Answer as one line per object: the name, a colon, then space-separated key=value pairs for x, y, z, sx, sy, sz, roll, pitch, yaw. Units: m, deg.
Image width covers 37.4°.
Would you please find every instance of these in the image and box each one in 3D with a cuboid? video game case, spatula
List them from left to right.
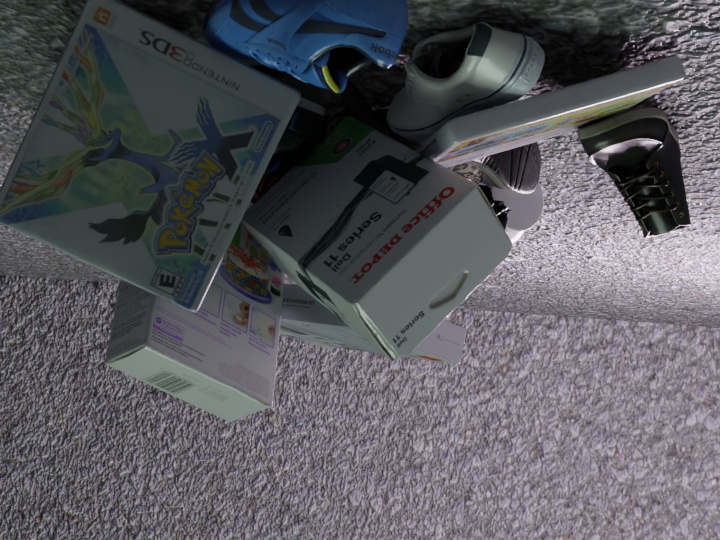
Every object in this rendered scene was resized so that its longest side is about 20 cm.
video game case: x=-0.171 y=-0.093 z=0.852 sx=0.182 sy=0.200 sz=0.022 roll=26 pitch=-175 yaw=-7
spatula: x=0.043 y=-0.105 z=1.013 sx=0.200 sy=0.021 sz=0.057 roll=49 pitch=143 yaw=-6
video game case: x=0.150 y=-0.129 z=0.916 sx=0.200 sy=0.023 sz=0.182 roll=-16 pitch=179 yaw=-9

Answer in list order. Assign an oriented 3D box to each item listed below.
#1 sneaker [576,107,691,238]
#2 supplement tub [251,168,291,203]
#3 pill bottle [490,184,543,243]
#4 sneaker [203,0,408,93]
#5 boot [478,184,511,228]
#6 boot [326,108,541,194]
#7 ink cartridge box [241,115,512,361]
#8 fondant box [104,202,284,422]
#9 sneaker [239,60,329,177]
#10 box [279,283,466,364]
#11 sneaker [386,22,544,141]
sneaker: x=0.276 y=-0.091 z=1.029 sx=0.075 sy=0.106 sz=0.200 roll=-17 pitch=169 yaw=32
supplement tub: x=-0.138 y=-0.090 z=1.169 sx=0.200 sy=0.123 sz=0.123 roll=25 pitch=163 yaw=-29
pill bottle: x=0.130 y=-0.076 z=1.299 sx=0.112 sy=0.113 sz=0.200 roll=9 pitch=171 yaw=-30
sneaker: x=-0.051 y=-0.173 z=0.810 sx=0.200 sy=0.078 sz=0.066 roll=0 pitch=173 yaw=40
boot: x=0.053 y=-0.063 z=1.138 sx=0.168 sy=0.076 sz=0.200 roll=13 pitch=-167 yaw=30
boot: x=0.080 y=-0.129 z=1.107 sx=0.154 sy=0.074 sz=0.204 roll=3 pitch=171 yaw=42
ink cartridge box: x=0.010 y=-0.034 z=0.921 sx=0.200 sy=0.147 sz=0.083 roll=35 pitch=166 yaw=48
fondant box: x=-0.141 y=0.017 z=0.961 sx=0.058 sy=0.200 sz=0.144 roll=-24 pitch=138 yaw=35
sneaker: x=-0.125 y=-0.139 z=0.974 sx=0.200 sy=0.112 sz=0.073 roll=1 pitch=171 yaw=26
box: x=-0.021 y=0.050 z=1.059 sx=0.200 sy=0.041 sz=0.156 roll=5 pitch=168 yaw=44
sneaker: x=0.069 y=-0.164 z=0.889 sx=0.071 sy=0.073 sz=0.200 roll=28 pitch=159 yaw=-23
